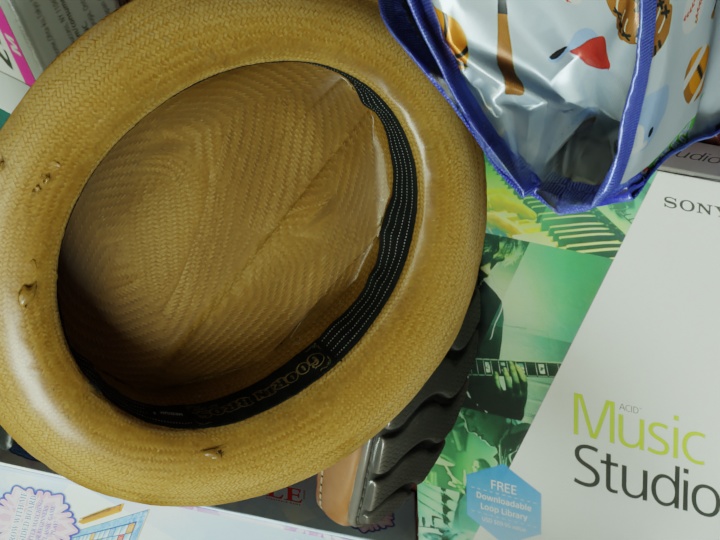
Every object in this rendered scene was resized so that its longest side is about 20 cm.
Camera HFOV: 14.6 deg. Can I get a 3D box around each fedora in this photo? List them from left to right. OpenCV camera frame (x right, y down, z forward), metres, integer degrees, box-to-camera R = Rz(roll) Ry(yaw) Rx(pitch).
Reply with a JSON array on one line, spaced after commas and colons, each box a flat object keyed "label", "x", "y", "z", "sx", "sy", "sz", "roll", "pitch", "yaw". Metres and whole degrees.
[{"label": "fedora", "x": -0.054, "y": -0.018, "z": 0.983, "sx": 0.082, "sy": 0.199, "sz": 0.202, "roll": -138, "pitch": 37, "yaw": -62}]

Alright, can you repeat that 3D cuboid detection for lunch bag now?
[{"label": "lunch bag", "x": 0.085, "y": -0.138, "z": 0.921, "sx": 0.123, "sy": 0.170, "sz": 0.201, "roll": -1, "pitch": 114, "yaw": 39}]

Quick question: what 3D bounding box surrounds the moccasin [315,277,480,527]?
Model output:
[{"label": "moccasin", "x": -0.001, "y": 0.001, "z": 1.063, "sx": 0.077, "sy": 0.074, "sz": 0.203, "roll": 15, "pitch": 119, "yaw": 31}]

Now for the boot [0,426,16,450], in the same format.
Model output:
[{"label": "boot", "x": -0.227, "y": 0.033, "z": 1.120, "sx": 0.173, "sy": 0.200, "sz": 0.070, "roll": 27, "pitch": 129, "yaw": 25}]

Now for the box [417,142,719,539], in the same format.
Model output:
[{"label": "box", "x": 0.089, "y": 0.040, "z": 1.092, "sx": 0.144, "sy": 0.036, "sz": 0.201, "roll": 12, "pitch": 117, "yaw": 28}]

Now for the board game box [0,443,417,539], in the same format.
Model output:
[{"label": "board game box", "x": -0.097, "y": 0.160, "z": 1.208, "sx": 0.198, "sy": 0.041, "sz": 0.201, "roll": 13, "pitch": 124, "yaw": -10}]

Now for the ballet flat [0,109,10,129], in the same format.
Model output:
[{"label": "ballet flat", "x": -0.151, "y": -0.040, "z": 1.198, "sx": 0.201, "sy": 0.068, "sz": 0.063, "roll": 63, "pitch": 156, "yaw": -6}]

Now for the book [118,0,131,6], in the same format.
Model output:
[{"label": "book", "x": -0.138, "y": -0.149, "z": 1.081, "sx": 0.200, "sy": 0.048, "sz": 0.134, "roll": 37, "pitch": 153, "yaw": 30}]

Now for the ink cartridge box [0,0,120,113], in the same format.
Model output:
[{"label": "ink cartridge box", "x": -0.166, "y": -0.155, "z": 1.021, "sx": 0.173, "sy": 0.043, "sz": 0.201, "roll": 26, "pitch": 146, "yaw": 49}]
